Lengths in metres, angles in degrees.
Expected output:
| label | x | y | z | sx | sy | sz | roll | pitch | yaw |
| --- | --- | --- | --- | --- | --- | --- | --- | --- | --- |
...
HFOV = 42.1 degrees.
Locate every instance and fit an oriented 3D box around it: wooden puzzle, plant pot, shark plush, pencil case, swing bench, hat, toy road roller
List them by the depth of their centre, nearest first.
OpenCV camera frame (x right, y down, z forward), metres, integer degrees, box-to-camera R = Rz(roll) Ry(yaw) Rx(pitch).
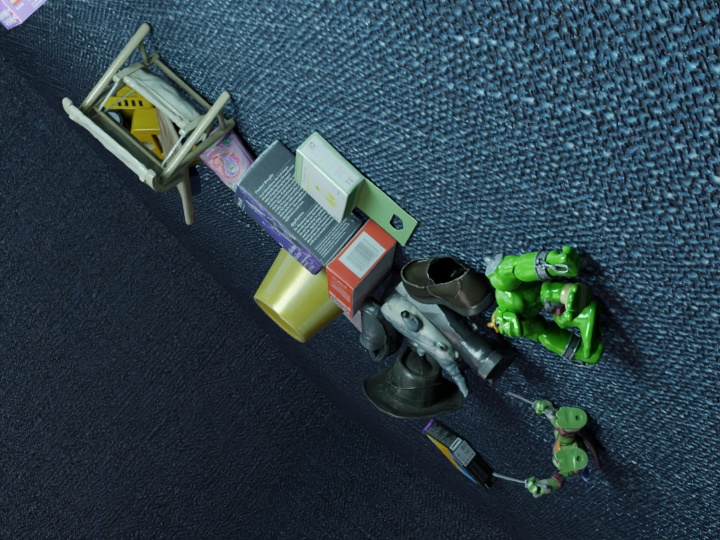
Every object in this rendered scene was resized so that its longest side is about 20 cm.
| label | x | y | z | sx | sy | sz | roll | pitch | yaw |
| --- | --- | --- | --- | --- | --- | --- | --- | --- | --- |
| shark plush | 0.121 | 0.118 | 1.552 | 0.200 | 0.091 | 0.083 | 43 | 133 | -8 |
| swing bench | -0.348 | -0.259 | 1.559 | 0.198 | 0.200 | 0.130 | 41 | 168 | 6 |
| hat | 0.094 | 0.185 | 1.667 | 0.200 | 0.198 | 0.082 | 27 | 121 | 50 |
| pencil case | -0.205 | -0.171 | 1.705 | 0.200 | 0.088 | 0.087 | 48 | 166 | -28 |
| wooden puzzle | -0.333 | -0.216 | 1.730 | 0.186 | 0.046 | 0.202 | 97 | 154 | -56 |
| plant pot | -0.092 | 0.024 | 1.756 | 0.200 | 0.189 | 0.201 | 38 | 167 | 11 |
| toy road roller | -0.434 | -0.314 | 1.905 | 0.197 | 0.148 | 0.123 | 2 | 160 | 5 |

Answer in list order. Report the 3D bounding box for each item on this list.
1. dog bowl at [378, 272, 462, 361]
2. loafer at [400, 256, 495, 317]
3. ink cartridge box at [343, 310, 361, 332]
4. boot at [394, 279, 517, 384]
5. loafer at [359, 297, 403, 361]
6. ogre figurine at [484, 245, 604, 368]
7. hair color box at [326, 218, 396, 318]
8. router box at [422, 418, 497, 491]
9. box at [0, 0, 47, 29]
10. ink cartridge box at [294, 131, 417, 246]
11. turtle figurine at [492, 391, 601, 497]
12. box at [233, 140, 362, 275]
| label | x | y | z | sx | sy | sz | roll | pitch | yaw |
| --- | --- | --- | --- | --- | --- | --- | --- | --- | --- |
| dog bowl | 0.114 | 0.093 | 1.661 | 0.200 | 0.059 | 0.200 | 41 | 168 | 10 |
| loafer | 0.120 | 0.006 | 1.347 | 0.199 | 0.073 | 0.072 | 16 | 140 | 58 |
| ink cartridge box | -0.032 | 0.049 | 2.012 | 0.200 | 0.047 | 0.160 | 48 | 168 | 1 |
| boot | 0.153 | 0.087 | 1.490 | 0.200 | 0.066 | 0.165 | 43 | -177 | 18 |
| loafer | 0.032 | 0.110 | 1.669 | 0.068 | 0.071 | 0.201 | 36 | 166 | 24 |
| ogre figurine | 0.215 | 0.039 | 1.097 | 0.119 | 0.099 | 0.200 | 11 | 167 | 33 |
| hair color box | 0.000 | 0.000 | 1.572 | 0.064 | 0.111 | 0.200 | 40 | 167 | 11 |
| router box | 0.274 | 0.507 | 2.573 | 0.200 | 0.051 | 0.149 | 50 | 167 | -33 |
| box | -0.393 | -0.399 | 1.226 | 0.039 | 0.200 | 0.136 | 49 | 166 | -25 |
| ink cartridge box | -0.012 | -0.106 | 1.404 | 0.200 | 0.048 | 0.146 | 44 | 167 | 4 |
| turtle figurine | 0.304 | 0.293 | 1.552 | 0.199 | 0.144 | 0.194 | 35 | 163 | 12 |
| box | -0.109 | -0.102 | 1.579 | 0.200 | 0.105 | 0.148 | 42 | 168 | -2 |
